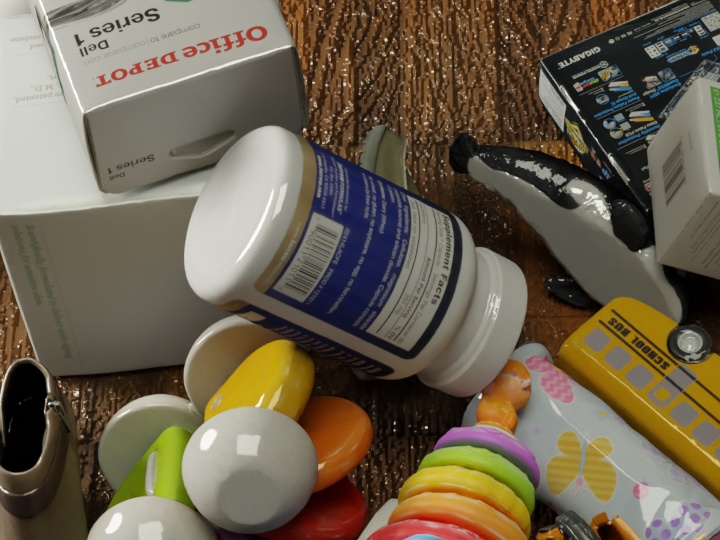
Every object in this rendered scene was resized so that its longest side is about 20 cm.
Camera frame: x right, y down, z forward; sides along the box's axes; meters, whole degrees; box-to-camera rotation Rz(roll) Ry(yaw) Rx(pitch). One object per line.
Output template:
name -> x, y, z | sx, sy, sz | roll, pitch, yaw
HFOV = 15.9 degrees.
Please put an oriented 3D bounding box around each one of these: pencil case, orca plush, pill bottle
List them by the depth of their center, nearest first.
pill bottle -> 0.000, 0.000, 1.603 | 0.199, 0.116, 0.116 | 26, 49, -28
pencil case -> 0.157, 0.135, 1.675 | 0.200, 0.091, 0.083 | 41, 93, 28
orca plush -> 0.154, -0.038, 1.792 | 0.199, 0.106, 0.071 | 28, 44, 17

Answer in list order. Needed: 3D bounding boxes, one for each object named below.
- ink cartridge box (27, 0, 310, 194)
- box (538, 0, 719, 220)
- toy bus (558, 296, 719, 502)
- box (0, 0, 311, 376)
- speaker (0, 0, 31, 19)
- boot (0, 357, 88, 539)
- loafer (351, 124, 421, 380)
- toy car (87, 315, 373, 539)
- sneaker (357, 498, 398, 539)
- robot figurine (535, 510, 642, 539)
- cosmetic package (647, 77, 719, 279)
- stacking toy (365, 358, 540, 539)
ink cartridge box -> -0.132, -0.165, 1.654 | 0.145, 0.085, 0.201 | -19, 54, -8
box -> 0.251, -0.123, 1.874 | 0.199, 0.046, 0.159 | -24, 57, -13
toy bus -> 0.227, 0.102, 1.704 | 0.078, 0.065, 0.200 | -38, 61, -21
box -> -0.137, -0.056, 1.753 | 0.198, 0.200, 0.172 | -6, 55, 1
speaker -> -0.297, -0.116, 1.878 | 0.081, 0.081, 0.201 | 19, 58, 16
boot -> -0.205, 0.162, 1.635 | 0.070, 0.147, 0.201 | -8, 55, -4
loafer -> 0.027, -0.011, 1.799 | 0.069, 0.075, 0.201 | 5, 59, -8
toy car -> -0.076, 0.141, 1.634 | 0.200, 0.150, 0.175 | -42, 23, 19
sneaker -> 0.003, 0.242, 1.626 | 0.088, 0.075, 0.201 | 27, 62, 2
robot figurine -> 0.172, 0.236, 1.574 | 0.058, 0.145, 0.201 | -24, 67, -18
cosmetic package -> 0.301, -0.044, 1.748 | 0.199, 0.085, 0.108 | 13, 49, -17
stacking toy -> 0.070, 0.138, 1.607 | 0.110, 0.116, 0.201 | 38, 51, -21
